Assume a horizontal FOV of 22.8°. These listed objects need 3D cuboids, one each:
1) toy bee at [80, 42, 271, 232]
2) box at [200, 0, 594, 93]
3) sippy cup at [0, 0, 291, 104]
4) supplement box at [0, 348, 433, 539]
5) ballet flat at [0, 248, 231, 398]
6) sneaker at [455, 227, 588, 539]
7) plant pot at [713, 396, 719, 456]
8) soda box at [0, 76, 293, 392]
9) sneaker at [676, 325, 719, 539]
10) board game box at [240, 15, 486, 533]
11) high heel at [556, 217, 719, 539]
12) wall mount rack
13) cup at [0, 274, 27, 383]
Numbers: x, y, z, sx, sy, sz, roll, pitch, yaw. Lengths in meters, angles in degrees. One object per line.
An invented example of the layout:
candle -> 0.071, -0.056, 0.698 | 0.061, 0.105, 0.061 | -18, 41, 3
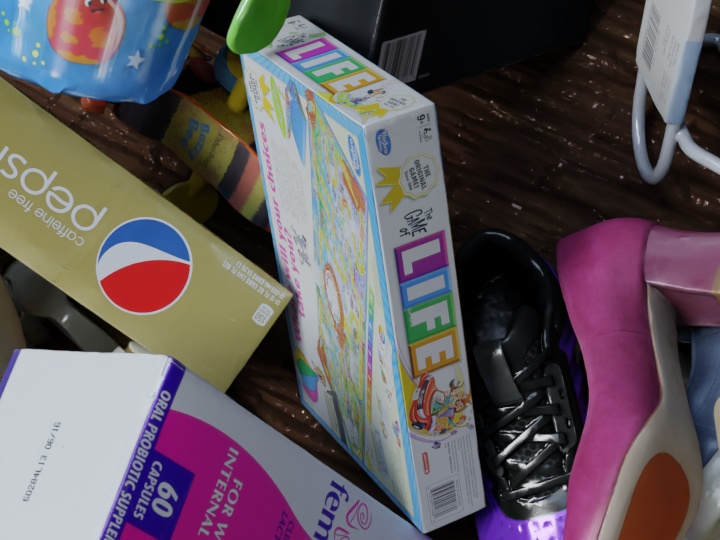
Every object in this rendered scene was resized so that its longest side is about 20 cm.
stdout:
toy bee -> -0.091, -0.080, 0.950 | 0.199, 0.108, 0.132 | 27, 118, 36
box -> 0.015, -0.160, 0.912 | 0.141, 0.079, 0.200 | 28, 32, 29
sippy cup -> -0.117, -0.150, 0.802 | 0.178, 0.139, 0.131 | -129, 52, -58
supplement box -> -0.067, 0.124, 0.770 | 0.103, 0.200, 0.102 | 0, 62, 40
ballet flat -> -0.130, 0.049, 0.919 | 0.067, 0.064, 0.200 | -44, 60, -9
sneaker -> 0.072, 0.069, 0.822 | 0.069, 0.100, 0.201 | -16, 59, 11
plant pot -> 0.241, 0.120, 0.695 | 0.199, 0.200, 0.178 | -25, 52, 4
soda box -> -0.132, -0.025, 0.835 | 0.064, 0.200, 0.068 | -55, 21, -3
sneaker -> 0.193, 0.034, 0.821 | 0.200, 0.075, 0.084 | -43, 53, -12
board game box -> 0.000, 0.000, 0.805 | 0.034, 0.201, 0.134 | -20, 31, -19
high heel -> 0.102, 0.062, 0.777 | 0.096, 0.068, 0.201 | 1, 48, 37
wall mount rack -> 0.185, -0.112, 0.840 | 0.074, 0.201, 0.174 | -2, 40, -8
cup -> -0.244, 0.072, 0.897 | 0.199, 0.143, 0.201 | -7, 62, 13
